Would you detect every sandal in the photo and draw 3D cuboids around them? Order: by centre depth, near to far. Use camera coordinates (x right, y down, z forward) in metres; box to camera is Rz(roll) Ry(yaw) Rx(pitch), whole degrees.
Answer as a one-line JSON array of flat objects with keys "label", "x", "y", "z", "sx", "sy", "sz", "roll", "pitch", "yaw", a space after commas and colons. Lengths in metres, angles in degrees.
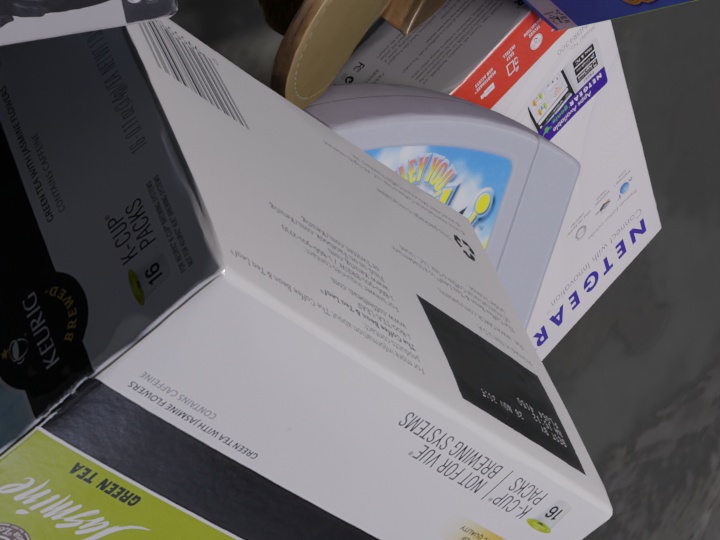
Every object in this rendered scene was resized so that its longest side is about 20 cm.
[{"label": "sandal", "x": -0.014, "y": -0.113, "z": 1.032, "sx": 0.078, "sy": 0.069, "sz": 0.212, "roll": -58, "pitch": 172, "yaw": 22}]

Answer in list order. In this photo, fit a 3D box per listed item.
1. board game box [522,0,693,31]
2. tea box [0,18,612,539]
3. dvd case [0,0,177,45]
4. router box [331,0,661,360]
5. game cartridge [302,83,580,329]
[{"label": "board game box", "x": 0.136, "y": -0.159, "z": 1.038, "sx": 0.045, "sy": 0.200, "sz": 0.135, "roll": 40, "pitch": 72, "yaw": -19}, {"label": "tea box", "x": -0.070, "y": 0.050, "z": 0.890, "sx": 0.196, "sy": 0.134, "sz": 0.200, "roll": -39, "pitch": 139, "yaw": 15}, {"label": "dvd case", "x": -0.156, "y": -0.114, "z": 0.749, "sx": 0.199, "sy": 0.025, "sz": 0.151, "roll": -9, "pitch": 128, "yaw": 1}, {"label": "router box", "x": 0.027, "y": -0.013, "z": 1.175, "sx": 0.200, "sy": 0.049, "sz": 0.180, "roll": -47, "pitch": 145, "yaw": -18}, {"label": "game cartridge", "x": 0.000, "y": 0.000, "z": 1.072, "sx": 0.199, "sy": 0.040, "sz": 0.134, "roll": -2, "pitch": 111, "yaw": -50}]
